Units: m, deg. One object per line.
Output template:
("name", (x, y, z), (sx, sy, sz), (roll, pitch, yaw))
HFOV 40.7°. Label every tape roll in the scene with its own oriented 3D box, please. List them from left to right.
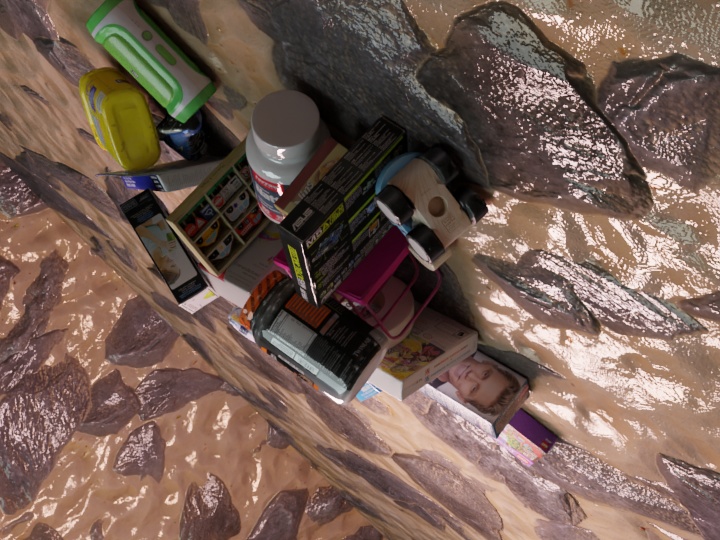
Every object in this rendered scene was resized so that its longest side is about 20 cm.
("tape roll", (-0.013, 0.064, 1.553), (0.203, 0.203, 0.037), (27, 135, 37))

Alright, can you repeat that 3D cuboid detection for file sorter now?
("file sorter", (0.000, 0.000, 1.471), (0.200, 0.139, 0.125), (24, 156, 42))

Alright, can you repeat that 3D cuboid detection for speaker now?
("speaker", (-0.312, -0.318, 1.452), (0.200, 0.088, 0.088), (45, 161, -13))

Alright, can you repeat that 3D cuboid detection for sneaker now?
("sneaker", (-0.288, -0.235, 1.632), (0.089, 0.079, 0.200), (39, 171, -16))

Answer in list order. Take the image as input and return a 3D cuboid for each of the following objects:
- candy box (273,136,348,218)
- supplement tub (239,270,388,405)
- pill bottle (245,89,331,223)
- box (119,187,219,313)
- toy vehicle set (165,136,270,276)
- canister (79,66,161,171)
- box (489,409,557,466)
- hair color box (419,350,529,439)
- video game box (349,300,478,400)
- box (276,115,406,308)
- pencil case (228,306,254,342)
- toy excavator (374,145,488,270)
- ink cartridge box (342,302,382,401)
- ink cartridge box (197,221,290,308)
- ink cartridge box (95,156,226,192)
("candy box", (-0.037, -0.087, 1.317), (0.055, 0.115, 0.200), (37, 174, 18))
("supplement tub", (-0.069, 0.094, 1.408), (0.200, 0.123, 0.123), (35, 161, 10))
("pill bottle", (-0.096, -0.154, 1.336), (0.120, 0.120, 0.200), (36, 161, 16))
("box", (-0.321, -0.031, 1.641), (0.200, 0.060, 0.117), (58, 176, 10))
("toy vehicle set", (-0.198, -0.105, 1.529), (0.027, 0.200, 0.124), (20, 154, 50))
("canister", (-0.413, -0.260, 1.667), (0.200, 0.086, 0.149), (39, 146, 58))
("box", (0.247, 0.265, 1.738), (0.200, 0.039, 0.137), (38, 162, 10))
("hair color box", (0.169, 0.180, 1.605), (0.200, 0.100, 0.061), (30, 157, 30))
("video game box", (0.055, 0.113, 1.552), (0.200, 0.182, 0.047), (27, 128, 38))
("box", (-0.016, -0.069, 1.244), (0.048, 0.200, 0.193), (35, 161, 21))
("pencil case", (-0.151, 0.044, 1.777), (0.091, 0.200, 0.083), (36, 166, 14))
("toy excavator", (0.081, -0.070, 1.250), (0.194, 0.100, 0.200), (50, 173, -22))
("ink cartridge box", (-0.013, 0.107, 1.726), (0.200, 0.147, 0.145), (41, 162, -1))
("ink cartridge box", (-0.143, -0.029, 1.589), (0.148, 0.200, 0.086), (24, 154, 42))
("ink cartridge box", (-0.336, -0.165, 1.692), (0.200, 0.200, 0.041), (11, 112, 58))
